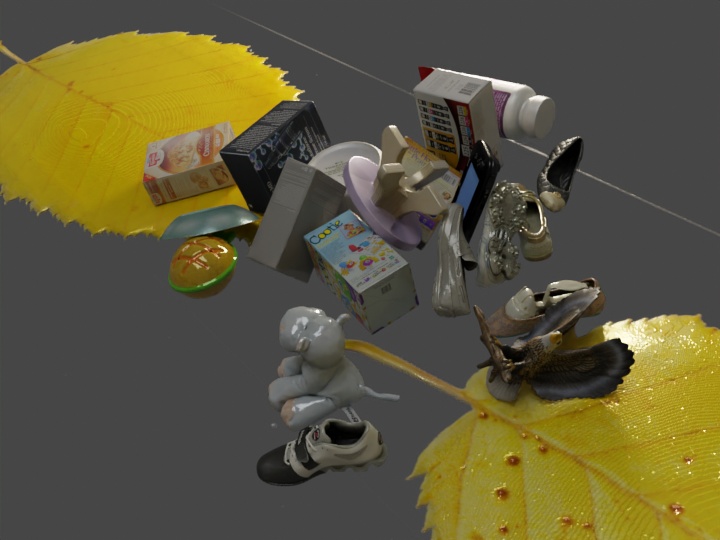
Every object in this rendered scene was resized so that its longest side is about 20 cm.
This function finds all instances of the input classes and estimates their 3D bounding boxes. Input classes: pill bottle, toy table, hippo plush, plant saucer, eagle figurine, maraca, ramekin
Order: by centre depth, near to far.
[{"bbox_3d":[0.281,0.116,1.283,0.198,0.153,0.151,-9,10,-19],"label":"eagle figurine"},{"bbox_3d":[-0.074,0.149,1.342,0.159,0.162,0.199,-37,45,-22],"label":"hippo plush"},{"bbox_3d":[0.065,-0.148,1.521,0.200,0.117,0.183,51,36,8],"label":"toy table"},{"bbox_3d":[-0.296,-0.019,1.648,0.136,0.108,0.201,-11,33,5],"label":"maraca"},{"bbox_3d":[-0.300,-0.100,1.712,0.199,0.039,0.201,-11,9,2],"label":"plant saucer"},{"bbox_3d":[-0.024,-0.171,1.726,0.200,0.095,0.203,-10,42,9],"label":"ramekin"},{"bbox_3d":[0.292,-0.329,1.774,0.199,0.113,0.112,22,54,37],"label":"pill bottle"}]

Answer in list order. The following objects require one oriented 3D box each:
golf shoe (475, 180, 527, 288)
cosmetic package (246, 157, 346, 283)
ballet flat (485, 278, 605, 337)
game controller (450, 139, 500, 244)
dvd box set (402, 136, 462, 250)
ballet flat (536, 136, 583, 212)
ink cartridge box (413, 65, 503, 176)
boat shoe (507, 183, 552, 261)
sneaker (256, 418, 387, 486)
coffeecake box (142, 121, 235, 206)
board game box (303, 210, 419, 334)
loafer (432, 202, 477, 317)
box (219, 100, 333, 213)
[{"bbox_3d":[0.231,-0.062,1.502,0.078,0.097,0.201,24,57,-14],"label":"golf shoe"},{"bbox_3d":[-0.116,-0.089,1.596,0.090,0.107,0.201,24,87,37],"label":"cosmetic package"},{"bbox_3d":[0.292,0.052,1.392,0.198,0.068,0.068,-15,40,3],"label":"ballet flat"},{"bbox_3d":[0.192,-0.129,1.540,0.042,0.201,0.105,4,37,-22],"label":"game controller"},{"bbox_3d":[0.101,-0.150,1.650,0.146,0.029,0.201,33,54,-1],"label":"dvd box set"},{"bbox_3d":[0.372,-0.183,1.617,0.066,0.057,0.201,32,48,-8],"label":"ballet flat"},{"bbox_3d":[0.176,-0.282,1.695,0.175,0.201,0.084,22,55,36],"label":"ink cartridge box"},{"bbox_3d":[0.297,-0.101,1.560,0.072,0.063,0.202,-12,42,7],"label":"boat shoe"},{"bbox_3d":[-0.066,0.257,1.280,0.198,0.089,0.074,-14,42,6],"label":"sneaker"},{"bbox_3d":[-0.376,-0.240,1.940,0.198,0.073,0.154,-15,42,4],"label":"coffeecake box"},{"bbox_3d":[0.000,0.000,1.523,0.104,0.104,0.200,-30,43,-14],"label":"board game box"},{"bbox_3d":[0.166,-0.017,1.475,0.069,0.070,0.202,2,74,16],"label":"loafer"},{"bbox_3d":[-0.164,-0.235,1.792,0.107,0.149,0.200,13,49,46],"label":"box"}]
